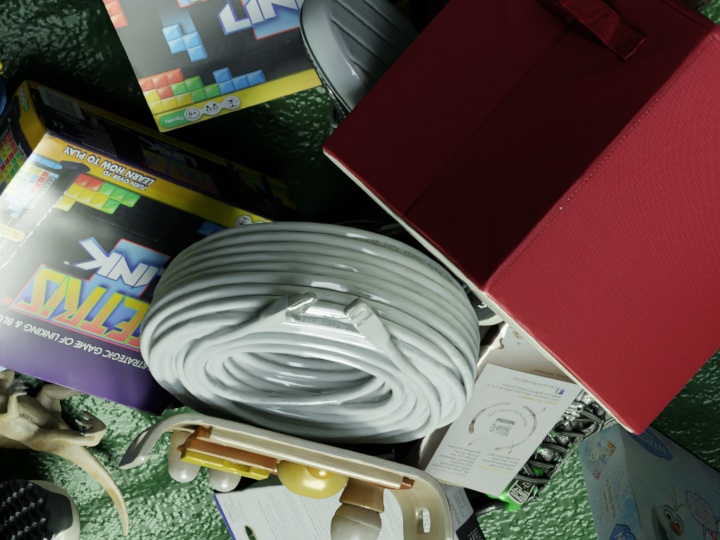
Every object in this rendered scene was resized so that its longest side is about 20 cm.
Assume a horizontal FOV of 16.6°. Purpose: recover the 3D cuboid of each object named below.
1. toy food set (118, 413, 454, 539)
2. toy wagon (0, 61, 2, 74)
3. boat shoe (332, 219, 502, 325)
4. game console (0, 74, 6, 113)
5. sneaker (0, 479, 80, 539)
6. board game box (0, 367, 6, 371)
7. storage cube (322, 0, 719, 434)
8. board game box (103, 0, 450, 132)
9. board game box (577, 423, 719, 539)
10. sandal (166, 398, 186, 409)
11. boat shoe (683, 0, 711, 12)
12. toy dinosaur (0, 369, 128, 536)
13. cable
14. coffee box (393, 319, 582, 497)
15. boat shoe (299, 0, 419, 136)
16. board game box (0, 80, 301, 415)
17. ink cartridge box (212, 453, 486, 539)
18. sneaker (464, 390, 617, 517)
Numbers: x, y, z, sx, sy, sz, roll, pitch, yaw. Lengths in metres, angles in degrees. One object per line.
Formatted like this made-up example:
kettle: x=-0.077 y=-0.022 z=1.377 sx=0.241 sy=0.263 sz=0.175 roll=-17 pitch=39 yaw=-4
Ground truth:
toy food set: x=-0.048 y=0.138 z=1.528 sx=0.199 sy=0.061 sz=0.144 roll=14 pitch=172 yaw=-7
toy wagon: x=-0.278 y=-0.061 z=1.405 sx=0.200 sy=0.156 sz=0.040 roll=-29 pitch=157 yaw=17
boat shoe: x=0.000 y=0.000 z=1.514 sx=0.199 sy=0.072 sz=0.068 roll=-1 pitch=172 yaw=34
game console: x=-0.322 y=-0.128 z=1.359 sx=0.200 sy=0.119 sz=0.171 roll=-30 pitch=129 yaw=17
sneaker: x=-0.216 y=0.195 z=1.683 sx=0.093 sy=0.071 sz=0.200 roll=4 pitch=151 yaw=-29
board game box: x=-0.257 y=-0.016 z=1.520 sx=0.158 sy=0.039 sz=0.200 roll=-43 pitch=133 yaw=17
storage cube: x=0.124 y=-0.052 z=1.329 sx=0.180 sy=0.171 sz=0.200 roll=-47 pitch=134 yaw=0
board game box: x=-0.048 y=-0.180 z=1.396 sx=0.199 sy=0.057 sz=0.166 roll=-17 pitch=133 yaw=6
board game box: x=0.241 y=0.214 z=1.695 sx=0.200 sy=0.199 sz=0.043 roll=34 pitch=121 yaw=-31
sandal: x=-0.036 y=0.063 z=1.600 sx=0.199 sy=0.075 sz=0.045 roll=-20 pitch=96 yaw=18
boat shoe: x=0.128 y=-0.131 z=1.456 sx=0.200 sy=0.076 sz=0.072 roll=-34 pitch=130 yaw=23
toy dinosaur: x=-0.211 y=0.102 z=1.637 sx=0.200 sy=0.058 sz=0.101 roll=29 pitch=138 yaw=-28
cable: x=-0.030 y=0.041 z=1.441 sx=0.199 sy=0.069 sz=0.200 roll=-9 pitch=151 yaw=34
coffee box: x=0.096 y=0.033 z=1.570 sx=0.080 sy=0.113 sz=0.200 roll=18 pitch=126 yaw=-23
boat shoe: x=0.014 y=-0.085 z=1.410 sx=0.071 sy=0.072 sz=0.200 roll=-12 pitch=135 yaw=34
board game box: x=-0.160 y=-0.009 z=1.489 sx=0.200 sy=0.057 sz=0.165 roll=20 pitch=119 yaw=-37
ink cartridge box: x=-0.006 y=0.178 z=1.679 sx=0.200 sy=0.037 sz=0.095 roll=-11 pitch=109 yaw=40
sneaker: x=0.120 y=0.119 z=1.669 sx=0.200 sy=0.085 sz=0.078 roll=-33 pitch=129 yaw=19
